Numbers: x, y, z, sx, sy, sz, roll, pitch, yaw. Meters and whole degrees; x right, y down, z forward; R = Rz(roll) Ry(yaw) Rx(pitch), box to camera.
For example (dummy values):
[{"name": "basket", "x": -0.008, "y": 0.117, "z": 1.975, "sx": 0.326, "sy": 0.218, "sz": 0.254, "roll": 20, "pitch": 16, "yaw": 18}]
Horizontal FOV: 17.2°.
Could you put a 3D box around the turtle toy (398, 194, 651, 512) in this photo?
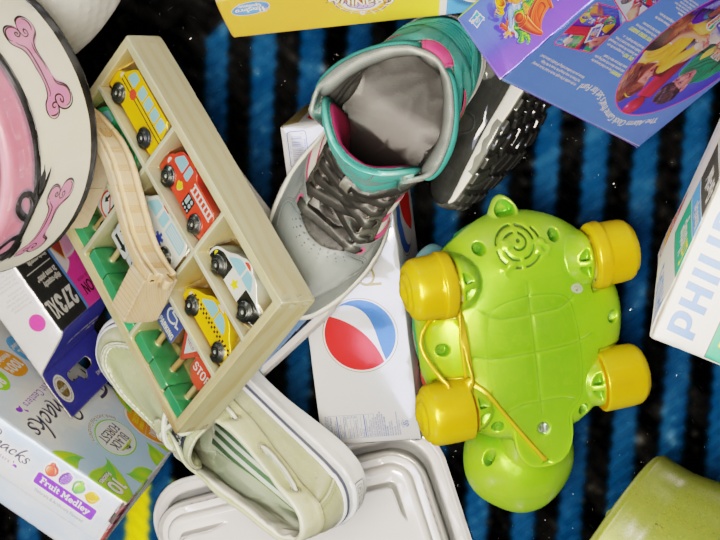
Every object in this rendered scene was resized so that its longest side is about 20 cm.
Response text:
[{"name": "turtle toy", "x": 0.091, "y": 0.051, "z": 1.411, "sx": 0.145, "sy": 0.101, "sz": 0.201, "roll": -10, "pitch": 104, "yaw": -13}]

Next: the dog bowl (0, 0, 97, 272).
[{"name": "dog bowl", "x": -0.254, "y": -0.079, "z": 1.345, "sx": 0.199, "sy": 0.074, "sz": 0.201, "roll": 8, "pitch": 114, "yaw": 19}]

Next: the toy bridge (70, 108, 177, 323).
[{"name": "toy bridge", "x": -0.162, "y": -0.055, "z": 1.390, "sx": 0.200, "sy": 0.027, "sz": 0.067, "roll": 49, "pitch": 124, "yaw": 33}]

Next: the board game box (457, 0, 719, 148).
[{"name": "board game box", "x": 0.155, "y": -0.143, "z": 1.299, "sx": 0.134, "sy": 0.200, "sz": 0.045, "roll": -40, "pitch": 66, "yaw": 17}]

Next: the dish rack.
[{"name": "dish rack", "x": -0.026, "y": 0.199, "z": 1.505, "sx": 0.199, "sy": 0.044, "sz": 0.172, "roll": -15, "pitch": 102, "yaw": 15}]

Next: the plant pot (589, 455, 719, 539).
[{"name": "plant pot", "x": 0.218, "y": 0.213, "z": 1.399, "sx": 0.193, "sy": 0.200, "sz": 0.201, "roll": 35, "pitch": 108, "yaw": 13}]

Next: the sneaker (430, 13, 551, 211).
[{"name": "sneaker", "x": 0.076, "y": -0.136, "z": 1.392, "sx": 0.087, "sy": 0.076, "sz": 0.201, "roll": 30, "pitch": 105, "yaw": 17}]

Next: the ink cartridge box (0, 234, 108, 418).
[{"name": "ink cartridge box", "x": -0.209, "y": -0.012, "z": 1.453, "sx": 0.037, "sy": 0.095, "sz": 0.200, "roll": -30, "pitch": 98, "yaw": 20}]

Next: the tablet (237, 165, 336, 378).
[{"name": "tablet", "x": -0.108, "y": -0.024, "z": 1.438, "sx": 0.130, "sy": 0.014, "sz": 0.200, "roll": -42, "pitch": 80, "yaw": 37}]

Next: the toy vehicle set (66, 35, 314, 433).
[{"name": "toy vehicle set", "x": -0.112, "y": -0.022, "z": 1.381, "sx": 0.124, "sy": 0.026, "sz": 0.200, "roll": -51, "pitch": 59, "yaw": 36}]

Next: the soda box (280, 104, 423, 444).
[{"name": "soda box", "x": 0.000, "y": 0.000, "z": 1.433, "sx": 0.063, "sy": 0.068, "sz": 0.201, "roll": -4, "pitch": 104, "yaw": 11}]

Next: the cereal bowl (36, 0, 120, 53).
[{"name": "cereal bowl", "x": -0.233, "y": -0.210, "z": 1.387, "sx": 0.199, "sy": 0.083, "sz": 0.201, "roll": 0, "pitch": 89, "yaw": 19}]

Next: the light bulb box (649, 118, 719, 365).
[{"name": "light bulb box", "x": 0.276, "y": -0.003, "z": 1.313, "sx": 0.199, "sy": 0.198, "sz": 0.125, "roll": 23, "pitch": 106, "yaw": 3}]

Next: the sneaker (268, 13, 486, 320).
[{"name": "sneaker", "x": -0.001, "y": -0.053, "z": 1.317, "sx": 0.083, "sy": 0.121, "sz": 0.200, "roll": 33, "pitch": 101, "yaw": 5}]

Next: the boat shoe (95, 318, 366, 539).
[{"name": "boat shoe", "x": -0.087, "y": 0.089, "z": 1.415, "sx": 0.200, "sy": 0.062, "sz": 0.072, "roll": 32, "pitch": 122, "yaw": 22}]

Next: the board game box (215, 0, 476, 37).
[{"name": "board game box", "x": 0.021, "y": -0.214, "z": 1.340, "sx": 0.199, "sy": 0.040, "sz": 0.154, "roll": -4, "pitch": 62, "yaw": 12}]

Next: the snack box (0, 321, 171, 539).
[{"name": "snack box", "x": -0.218, "y": 0.082, "z": 1.456, "sx": 0.200, "sy": 0.142, "sz": 0.053, "roll": 35, "pitch": 107, "yaw": 1}]
